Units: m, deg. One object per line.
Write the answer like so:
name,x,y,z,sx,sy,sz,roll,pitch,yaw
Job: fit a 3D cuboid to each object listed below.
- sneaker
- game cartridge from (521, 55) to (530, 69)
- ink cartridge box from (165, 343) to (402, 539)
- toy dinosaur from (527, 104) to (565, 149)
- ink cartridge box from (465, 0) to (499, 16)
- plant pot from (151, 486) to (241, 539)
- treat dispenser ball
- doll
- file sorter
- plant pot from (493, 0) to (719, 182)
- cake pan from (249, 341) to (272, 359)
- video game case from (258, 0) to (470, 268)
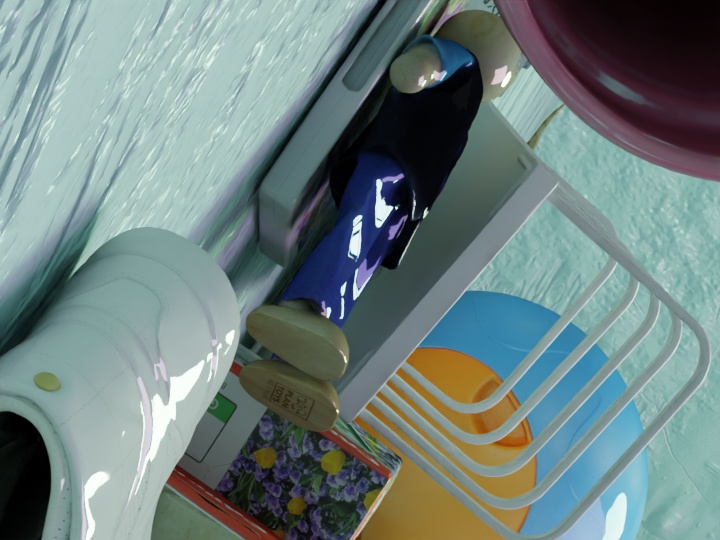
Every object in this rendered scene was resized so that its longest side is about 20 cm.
sneaker,-0.105,0.092,0.635,0.116,0.073,0.201,-47,161,-59
game cartridge,0.149,-0.219,1.541,0.201,0.038,0.130,-55,172,-20
ink cartridge box,-0.041,0.073,0.939,0.051,0.109,0.200,-56,176,0
toy dinosaur,0.207,-0.140,2.963,0.200,0.060,0.107,128,-26,-64
ink cartridge box,0.063,-0.133,1.203,0.200,0.047,0.160,-40,180,11
plant pot,-0.085,0.212,1.173,0.200,0.199,0.185,-11,124,-85
treat dispenser ball,0.062,0.112,1.279,0.202,0.200,0.201,-56,176,-5
doll,0.012,-0.032,0.921,0.137,0.048,0.201,101,15,-56
file sorter,0.064,0.020,1.069,0.139,0.124,0.200,-48,-166,7
plant pot,0.130,-0.150,0.810,0.201,0.199,0.179,-57,-168,13
cake pan,0.000,0.000,1.287,0.201,0.037,0.200,-51,178,-2
video game case,0.019,-0.098,0.966,0.201,0.018,0.143,-56,177,-9
